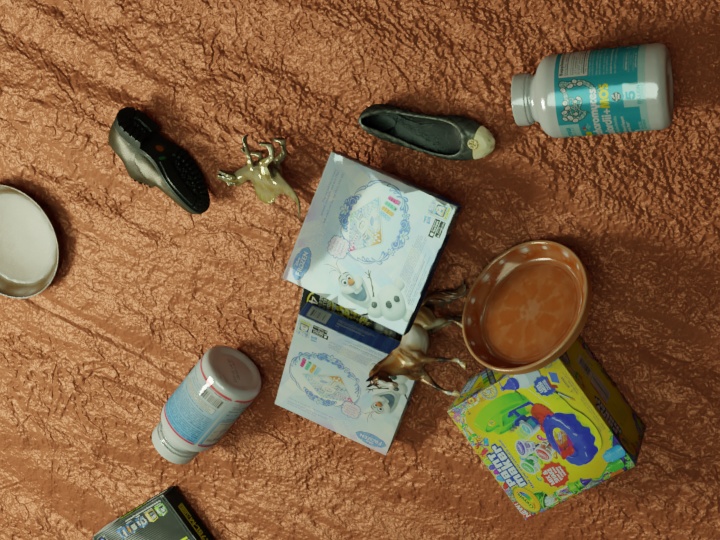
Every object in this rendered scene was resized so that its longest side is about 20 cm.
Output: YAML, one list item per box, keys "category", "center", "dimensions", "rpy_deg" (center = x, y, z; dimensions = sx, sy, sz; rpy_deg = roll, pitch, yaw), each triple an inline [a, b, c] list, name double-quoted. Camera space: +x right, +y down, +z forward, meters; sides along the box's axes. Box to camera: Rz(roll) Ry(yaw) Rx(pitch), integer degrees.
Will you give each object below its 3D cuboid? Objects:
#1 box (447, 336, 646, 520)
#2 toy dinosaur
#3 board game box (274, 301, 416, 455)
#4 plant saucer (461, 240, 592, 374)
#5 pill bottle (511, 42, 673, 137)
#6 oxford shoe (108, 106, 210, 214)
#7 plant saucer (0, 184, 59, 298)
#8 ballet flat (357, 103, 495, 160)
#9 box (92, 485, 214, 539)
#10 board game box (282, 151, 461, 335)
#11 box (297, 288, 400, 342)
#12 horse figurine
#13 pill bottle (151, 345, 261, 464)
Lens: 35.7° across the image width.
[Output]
- category: "box"
  center: [0.270, 0.217, 1.619]
  dimensions: [0.193, 0.122, 0.200]
  rpy_deg: [-35, 93, 28]
- category: "toy dinosaur"
  center: [-0.133, -0.145, 1.670]
  dimensions: [0.200, 0.058, 0.101]
  rpy_deg: [22, 117, 42]
- category: "board game box"
  center: [-0.019, 0.168, 1.725]
  dimensions: [0.200, 0.043, 0.199]
  rpy_deg: [24, 128, 8]
- category: "plant saucer"
  center: [0.233, 0.053, 1.558]
  dimensions: [0.200, 0.201, 0.032]
  rpy_deg: [-29, 137, 26]
- category: "pill bottle"
  center: [0.301, -0.231, 1.458]
  dimensions: [0.200, 0.111, 0.111]
  rpy_deg: [-3, 107, 22]
- category: "oxford shoe"
  center: [-0.314, -0.158, 1.746]
  dimensions: [0.200, 0.073, 0.084]
  rpy_deg: [48, 134, 2]
- category: "plant saucer"
  center: [-0.590, -0.051, 1.899]
  dimensions: [0.200, 0.032, 0.201]
  rpy_deg: [6, 110, 18]
- category: "ballet flat"
  center: [0.091, -0.190, 1.580]
  dimensions: [0.200, 0.057, 0.067]
  rpy_deg: [13, 113, 16]
- category: "box"
  center: [-0.351, 0.506, 1.994]
  dimensions: [0.200, 0.048, 0.193]
  rpy_deg: [-33, 92, 27]
- category: "board game box"
  center: [0.015, -0.040, 1.601]
  dimensions: [0.199, 0.043, 0.200]
  rpy_deg: [25, 102, 12]
- category: "box"
  center: [0.000, 0.000, 1.686]
  dimensions: [0.161, 0.049, 0.200]
  rpy_deg: [17, 113, 11]
- category: "horse figurine"
  center: [0.099, 0.103, 1.630]
  dimensions: [0.132, 0.200, 0.050]
  rpy_deg: [9, 147, 17]
- category: "pill bottle"
  center: [-0.256, 0.224, 1.825]
  dimensions: [0.109, 0.109, 0.200]
  rpy_deg: [42, 117, 2]
